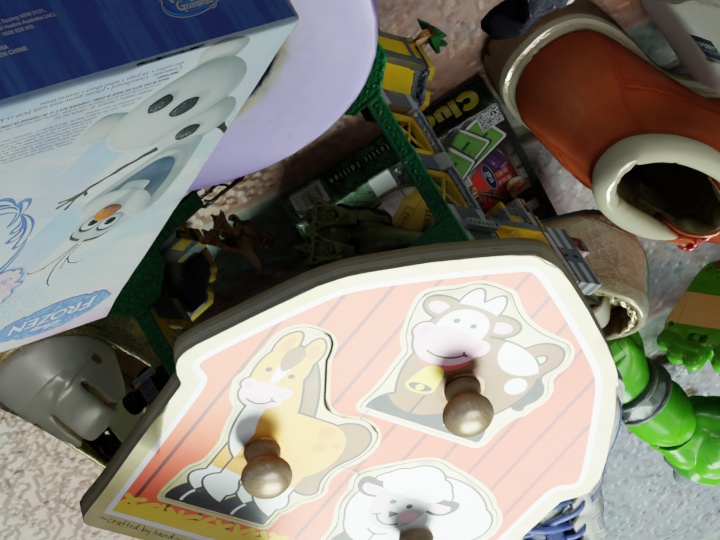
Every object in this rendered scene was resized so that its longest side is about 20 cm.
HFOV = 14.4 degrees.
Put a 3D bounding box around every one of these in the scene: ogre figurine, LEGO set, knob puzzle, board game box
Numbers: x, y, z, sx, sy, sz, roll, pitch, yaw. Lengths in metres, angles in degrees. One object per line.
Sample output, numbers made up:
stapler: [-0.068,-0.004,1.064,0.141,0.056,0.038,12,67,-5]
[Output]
ogre figurine: [0.206,0.035,1.362,0.200,0.098,0.120,-40,138,-17]
LEGO set: [0.000,0.000,1.175,0.200,0.154,0.116,-49,154,19]
knob puzzle: [0.015,0.063,1.107,0.219,0.031,0.220,-6,136,-6]
board game box: [0.047,0.004,1.297,0.105,0.023,0.200,-30,139,3]
board game box: [-0.143,-0.020,0.938,0.200,0.043,0.199,-19,159,-34]

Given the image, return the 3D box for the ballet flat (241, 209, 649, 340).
ballet flat: [0.029,0.025,1.235,0.199,0.063,0.068,-17,141,4]

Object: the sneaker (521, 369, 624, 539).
sneaker: [0.088,0.100,1.284,0.075,0.088,0.200,-10,163,1]

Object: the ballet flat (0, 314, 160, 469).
ballet flat: [-0.108,0.055,1.223,0.071,0.071,0.200,-41,137,12]

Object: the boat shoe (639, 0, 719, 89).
boat shoe: [0.182,-0.113,1.149,0.093,0.200,0.075,-38,110,-2]

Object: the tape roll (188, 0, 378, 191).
tape roll: [-0.093,-0.114,0.995,0.199,0.085,0.200,-1,148,-1]

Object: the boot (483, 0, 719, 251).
boot: [0.143,-0.039,1.249,0.200,0.107,0.075,23,114,-45]

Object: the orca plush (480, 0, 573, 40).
orca plush: [0.112,-0.168,1.130,0.200,0.071,0.105,-47,151,-11]
